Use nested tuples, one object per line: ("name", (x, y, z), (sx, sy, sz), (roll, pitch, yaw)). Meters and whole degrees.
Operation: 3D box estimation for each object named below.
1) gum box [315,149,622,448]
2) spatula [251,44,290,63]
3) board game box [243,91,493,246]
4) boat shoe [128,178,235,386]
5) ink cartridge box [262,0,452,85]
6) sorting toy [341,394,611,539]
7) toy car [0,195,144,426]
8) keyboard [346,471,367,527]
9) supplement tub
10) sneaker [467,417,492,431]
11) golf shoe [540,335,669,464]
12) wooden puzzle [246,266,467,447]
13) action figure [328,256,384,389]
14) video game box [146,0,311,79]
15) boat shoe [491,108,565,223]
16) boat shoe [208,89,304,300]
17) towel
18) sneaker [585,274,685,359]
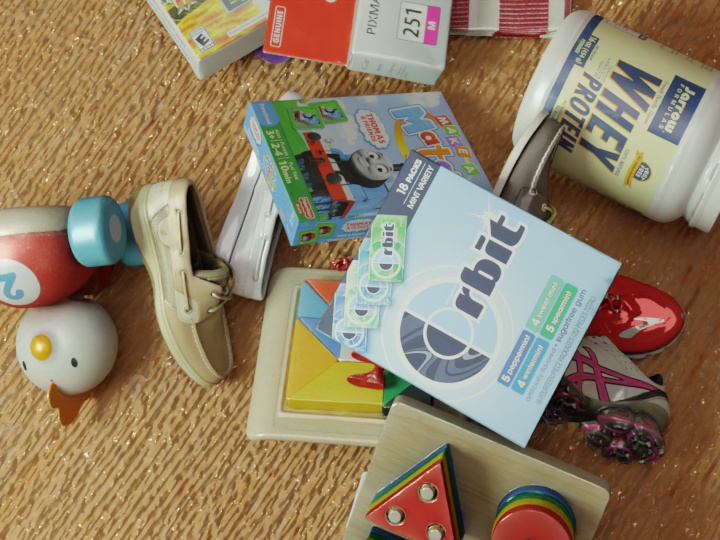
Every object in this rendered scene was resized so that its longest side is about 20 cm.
("gum box", (0.089, 0.023, 1.148), (0.198, 0.045, 0.171), (28, 87, 7))
("spatula", (-0.151, -0.266, 1.392), (0.198, 0.021, 0.057), (25, 73, 12))
("board game box", (0.009, -0.097, 1.262), (0.198, 0.037, 0.152), (-6, 51, -24))
("boat shoe", (-0.150, 0.014, 1.261), (0.064, 0.071, 0.202), (-9, 113, 23))
("ink cartridge box", (0.005, -0.292, 1.331), (0.171, 0.044, 0.203), (9, 75, -7))
("sorting toy", (0.085, 0.240, 1.176), (0.198, 0.070, 0.201), (22, 109, 6))
("toy car", (-0.281, 0.043, 1.270), (0.182, 0.177, 0.203), (-7, 89, 15))
("keyboard", (0.088, 0.239, 1.259), (0.198, 0.011, 0.057), (16, 79, 9))
("supplement tub", (0.253, -0.133, 1.257), (0.198, 0.145, 0.146), (27, 81, 11))
("sneaker", (0.141, 0.148, 1.243), (0.198, 0.075, 0.116), (29, 79, 12))
("golf shoe", (0.189, 0.094, 1.226), (0.199, 0.072, 0.093), (30, 54, -21))
("wooden puzzle", (0.001, 0.074, 1.258), (0.197, 0.037, 0.187), (1, 54, 8))
("action figure", (0.000, 0.000, 1.252), (0.098, 0.066, 0.202), (16, 55, 1))
("video game box", (-0.124, -0.314, 1.371), (0.199, 0.047, 0.183), (-32, 74, -14))
("boat shoe", (0.135, -0.039, 1.206), (0.059, 0.072, 0.202), (27, 97, 15))
("boat shoe", (-0.081, -0.069, 1.322), (0.065, 0.074, 0.202), (21, 90, 6))
("towel", (0.110, -0.300, 1.374), (0.197, 0.023, 0.146), (2, 75, 5))
("sneaker", (0.198, 0.026, 1.257), (0.198, 0.085, 0.078), (16, 80, 10))
